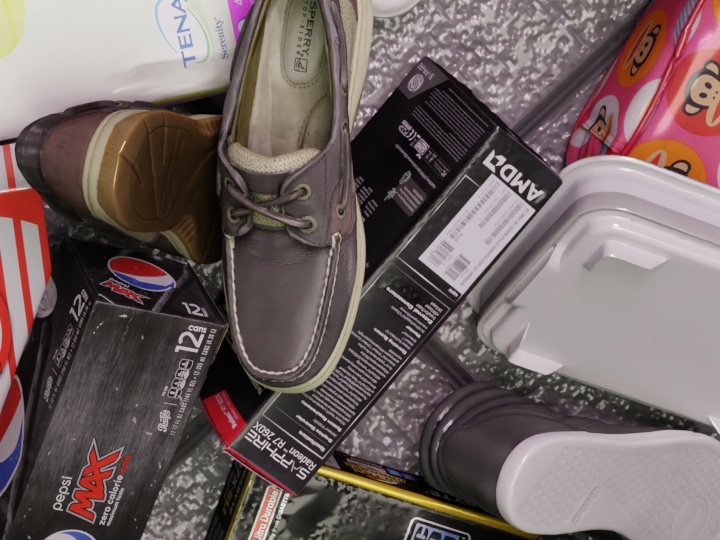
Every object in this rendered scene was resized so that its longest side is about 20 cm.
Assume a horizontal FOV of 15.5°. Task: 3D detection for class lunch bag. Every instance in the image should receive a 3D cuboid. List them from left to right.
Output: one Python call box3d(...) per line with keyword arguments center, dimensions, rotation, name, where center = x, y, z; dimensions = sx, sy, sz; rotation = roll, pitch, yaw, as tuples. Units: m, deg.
box3d(center=(0.217, -0.083, 1.322), dimensions=(0.176, 0.082, 0.201), rotation=(24, 102, -18), name="lunch bag")

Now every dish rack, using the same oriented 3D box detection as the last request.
box3d(center=(0.162, 0.025, 1.302), dimensions=(0.199, 0.172, 0.044), rotation=(20, 57, -13), name="dish rack")

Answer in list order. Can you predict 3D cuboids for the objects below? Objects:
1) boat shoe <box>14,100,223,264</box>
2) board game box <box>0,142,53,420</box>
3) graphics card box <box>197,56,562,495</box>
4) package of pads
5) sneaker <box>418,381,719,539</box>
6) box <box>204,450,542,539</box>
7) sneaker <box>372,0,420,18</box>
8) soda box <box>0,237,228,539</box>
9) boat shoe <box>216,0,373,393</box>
box3d(center=(-0.100, -0.048, 1.231), dimensions=(0.065, 0.200, 0.074), rotation=(17, 87, 15), name="boat shoe")
box3d(center=(-0.218, 0.044, 1.271), dimensions=(0.151, 0.046, 0.201), rotation=(-9, 122, -7), name="board game box")
box3d(center=(0.000, 0.000, 1.279), dimensions=(0.051, 0.125, 0.200), rotation=(37, 96, -24), name="graphics card box")
box3d(center=(-0.119, -0.150, 1.250), dimensions=(0.199, 0.068, 0.155), rotation=(-12, 105, -5), name="package of pads")
box3d(center=(0.113, 0.098, 1.359), dimensions=(0.199, 0.099, 0.071), rotation=(12, 100, -44), name="sneaker")
box3d(center=(-0.015, 0.197, 1.371), dimensions=(0.159, 0.049, 0.201), rotation=(18, 101, -16), name="box")
box3d(center=(0.026, -0.209, 1.226), dimensions=(0.079, 0.130, 0.200), rotation=(11, 103, -11), name="sneaker")
box3d(center=(-0.134, 0.089, 1.251), dimensions=(0.070, 0.063, 0.201), rotation=(12, 113, -27), name="soda box")
box3d(center=(-0.036, -0.046, 1.197), dimensions=(0.071, 0.066, 0.202), rotation=(5, 88, 20), name="boat shoe")
